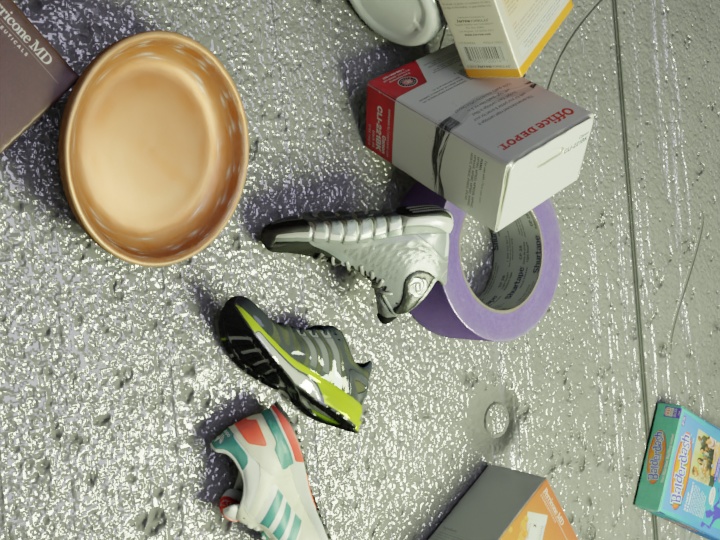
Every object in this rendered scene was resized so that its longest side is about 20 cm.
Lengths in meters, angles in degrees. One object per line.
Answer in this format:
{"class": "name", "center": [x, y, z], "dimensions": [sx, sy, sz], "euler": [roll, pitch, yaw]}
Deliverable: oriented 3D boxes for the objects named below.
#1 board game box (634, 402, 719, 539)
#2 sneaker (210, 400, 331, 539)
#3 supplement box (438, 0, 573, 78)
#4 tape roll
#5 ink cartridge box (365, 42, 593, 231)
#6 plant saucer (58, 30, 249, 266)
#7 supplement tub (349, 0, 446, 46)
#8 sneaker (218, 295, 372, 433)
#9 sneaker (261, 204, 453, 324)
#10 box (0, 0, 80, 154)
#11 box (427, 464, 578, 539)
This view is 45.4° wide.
{"class": "board game box", "center": [0.494, 0.302, 1.271], "dimensions": [0.198, 0.045, 0.155], "euler": [29, 73, -33]}
{"class": "sneaker", "center": [-0.089, 0.236, 0.845], "dimensions": [0.092, 0.070, 0.204], "euler": [-18, 103, -16]}
{"class": "supplement box", "center": [0.130, -0.311, 0.851], "dimensions": [0.127, 0.073, 0.202], "euler": [-51, 132, -27]}
{"class": "tape roll", "center": [0.136, -0.022, 0.992], "dimensions": [0.197, 0.084, 0.205], "euler": [1, 88, -36]}
{"class": "ink cartridge box", "center": [0.121, -0.147, 0.906], "dimensions": [0.143, 0.199, 0.085], "euler": [-30, 140, -31]}
{"class": "plant saucer", "center": [-0.182, -0.106, 0.762], "dimensions": [0.198, 0.037, 0.205], "euler": [-18, 114, -48]}
{"class": "supplement tub", "center": [0.078, -0.354, 0.930], "dimensions": [0.123, 0.121, 0.202], "euler": [45, 65, -26]}
{"class": "sneaker", "center": [-0.062, 0.082, 0.863], "dimensions": [0.200, 0.073, 0.082], "euler": [45, 56, -33]}
{"class": "sneaker", "center": [0.000, 0.000, 0.872], "dimensions": [0.195, 0.075, 0.118], "euler": [-4, 104, -5]}
{"class": "box", "center": [-0.326, -0.117, 0.664], "dimensions": [0.100, 0.074, 0.201], "euler": [48, 62, -25]}
{"class": "box", "center": [0.150, 0.345, 0.988], "dimensions": [0.200, 0.097, 0.126], "euler": [-42, 112, -29]}
